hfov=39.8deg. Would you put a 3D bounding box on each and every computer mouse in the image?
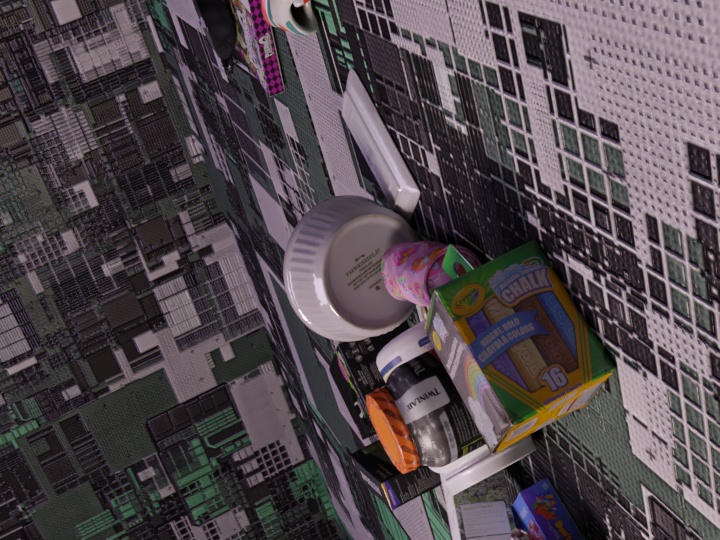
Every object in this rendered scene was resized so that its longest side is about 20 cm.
[{"bbox_3d":[-0.249,-0.434,1.762,0.200,0.052,0.140,-121,11,-89],"label":"computer mouse"}]

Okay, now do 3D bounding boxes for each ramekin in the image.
[{"bbox_3d":[0.000,0.000,1.365,0.094,0.201,0.205,9,123,64],"label":"ramekin"}]

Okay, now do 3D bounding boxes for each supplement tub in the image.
[{"bbox_3d":[0.114,0.141,1.126,0.123,0.198,0.123,58,165,26],"label":"supplement tub"},{"bbox_3d":[0.122,0.165,1.260,0.202,0.143,0.145,62,167,13],"label":"supplement tub"}]

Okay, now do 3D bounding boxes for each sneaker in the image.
[{"bbox_3d":[-0.096,-0.405,1.332,0.093,0.070,0.202,34,148,33],"label":"sneaker"}]

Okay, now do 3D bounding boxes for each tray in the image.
[{"bbox_3d":[0.021,-0.166,1.352,0.202,0.022,0.108,63,168,14],"label":"tray"}]

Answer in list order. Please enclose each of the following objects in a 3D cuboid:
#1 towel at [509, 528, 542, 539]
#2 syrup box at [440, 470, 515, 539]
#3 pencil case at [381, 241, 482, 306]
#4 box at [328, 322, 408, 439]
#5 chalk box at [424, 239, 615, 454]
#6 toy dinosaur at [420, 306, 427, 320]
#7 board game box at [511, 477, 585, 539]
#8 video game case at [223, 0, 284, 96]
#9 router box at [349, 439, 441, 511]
[{"bbox_3d":[0.266,0.395,1.196,0.199,0.030,0.147,30,150,29],"label":"towel"},{"bbox_3d":[0.160,0.319,1.375,0.082,0.077,0.202,88,176,-45],"label":"syrup box"},{"bbox_3d":[0.088,0.007,1.248,0.089,0.086,0.200,67,167,-8],"label":"pencil case"},{"bbox_3d":[0.035,0.187,1.697,0.150,0.123,0.200,64,168,12],"label":"box"},{"bbox_3d":[0.147,0.061,1.027,0.202,0.122,0.125,62,168,19],"label":"chalk box"},{"bbox_3d":[0.119,0.109,1.403,0.088,0.047,0.203,-142,33,-77],"label":"toy dinosaur"},{"bbox_3d":[0.250,0.374,1.337,0.136,0.044,0.201,60,166,23],"label":"board game box"},{"bbox_3d":[-0.193,-0.430,1.711,0.202,0.035,0.182,81,162,-49],"label":"video game case"},{"bbox_3d":[0.082,0.318,1.670,0.053,0.156,0.200,67,166,-9],"label":"router box"}]
